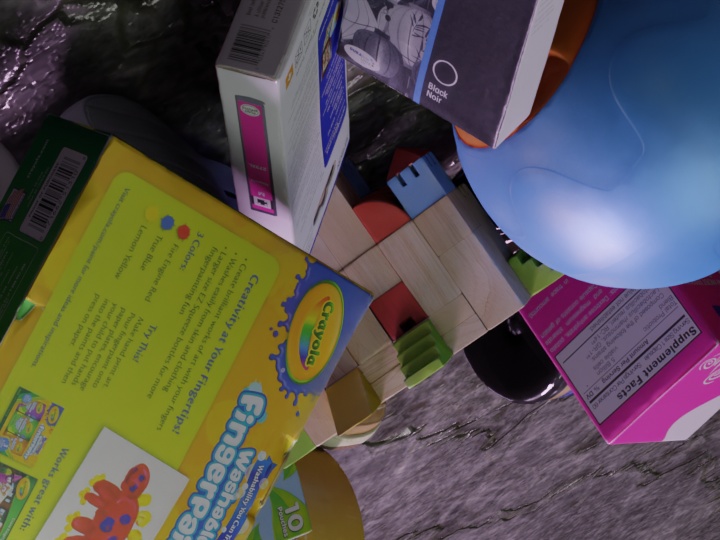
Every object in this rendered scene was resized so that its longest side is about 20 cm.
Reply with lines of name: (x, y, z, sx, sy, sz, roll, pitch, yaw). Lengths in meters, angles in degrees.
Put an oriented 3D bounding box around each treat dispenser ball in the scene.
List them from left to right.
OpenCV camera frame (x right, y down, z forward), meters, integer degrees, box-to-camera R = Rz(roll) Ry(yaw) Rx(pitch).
treat dispenser ball: (0.146, -0.092, 1.016, 0.200, 0.202, 0.201, -26, 155, -13)

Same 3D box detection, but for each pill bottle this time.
pill bottle: (0.173, 0.027, 1.385, 0.199, 0.112, 0.112, -9, 147, -43)

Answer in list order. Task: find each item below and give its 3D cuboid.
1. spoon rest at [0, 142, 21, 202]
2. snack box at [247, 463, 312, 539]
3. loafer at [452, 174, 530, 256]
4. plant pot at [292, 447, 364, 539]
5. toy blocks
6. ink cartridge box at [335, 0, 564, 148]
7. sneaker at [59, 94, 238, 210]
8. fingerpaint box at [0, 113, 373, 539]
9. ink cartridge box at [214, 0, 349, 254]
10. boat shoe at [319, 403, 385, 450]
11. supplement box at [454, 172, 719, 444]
spoon rest: (-0.213, 0.026, 0.886, 0.099, 0.061, 0.202, 15, 102, -15)
snack box: (-0.136, 0.115, 1.121, 0.199, 0.144, 0.053, -16, -176, -35)
loafer: (0.072, -0.016, 1.169, 0.199, 0.073, 0.072, -18, 123, 23)
plant pot: (-0.130, 0.187, 1.250, 0.188, 0.202, 0.201, 20, 126, -41)
toy blocks: (0.000, 0.000, 1.104, 0.199, 0.137, 0.100, -35, -179, 19)
ink cartridge box: (0.050, -0.156, 0.872, 0.039, 0.099, 0.201, -43, 157, -38)
sneaker: (-0.107, -0.028, 0.989, 0.071, 0.073, 0.200, -35, 154, 11)
fingerpaint box: (-0.113, 0.057, 0.884, 0.166, 0.073, 0.201, 30, 85, -35)
ink cartridge box: (-0.034, -0.082, 0.957, 0.200, 0.037, 0.095, 83, 23, -62)
boat shoe: (-0.034, 0.070, 1.278, 0.076, 0.072, 0.199, -56, 152, 13)
supplement box: (0.158, 0.000, 1.205, 0.103, 0.201, 0.101, -45, 153, 27)
